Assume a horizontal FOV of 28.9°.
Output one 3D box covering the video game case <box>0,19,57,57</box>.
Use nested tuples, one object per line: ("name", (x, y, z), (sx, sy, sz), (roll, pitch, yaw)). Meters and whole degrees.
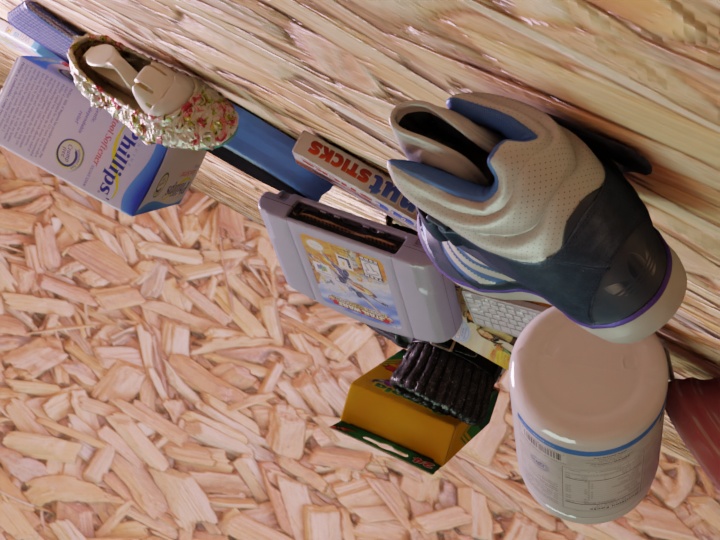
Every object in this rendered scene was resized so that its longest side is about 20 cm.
("video game case", (-0.460, -0.307, 1.825), (0.199, 0.018, 0.143), (28, 177, 20))

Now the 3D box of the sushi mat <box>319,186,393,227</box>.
("sushi mat", (-0.030, -0.044, 1.469), (0.012, 0.096, 0.200), (-12, -156, -34))

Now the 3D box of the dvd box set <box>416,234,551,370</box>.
("dvd box set", (0.135, 0.041, 1.317), (0.199, 0.029, 0.147), (29, 152, 9))

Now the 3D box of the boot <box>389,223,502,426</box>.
("boot", (0.063, 0.050, 1.438), (0.210, 0.159, 0.079), (28, 178, 20))

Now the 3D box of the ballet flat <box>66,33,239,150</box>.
("ballet flat", (-0.192, -0.158, 1.222), (0.199, 0.076, 0.064), (23, 159, 35))

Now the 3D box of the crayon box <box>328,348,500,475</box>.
("crayon box", (0.063, 0.150, 1.514), (0.126, 0.051, 0.200), (22, -163, 16))

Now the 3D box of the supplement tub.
("supplement tub", (0.195, 0.124, 1.195), (0.131, 0.132, 0.200), (28, 159, 22))

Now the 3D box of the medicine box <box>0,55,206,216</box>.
("medicine box", (-0.295, -0.157, 1.605), (0.199, 0.103, 0.182), (28, -169, 5))

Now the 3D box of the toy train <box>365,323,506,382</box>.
("toy train", (0.098, 0.051, 1.584), (0.199, 0.114, 0.085), (28, 178, 28))

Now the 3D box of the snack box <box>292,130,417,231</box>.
("snack box", (0.035, -0.056, 1.179), (0.199, 0.024, 0.072), (30, 176, 2))

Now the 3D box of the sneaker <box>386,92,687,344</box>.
("sneaker", (0.056, -0.046, 0.671), (0.146, 0.081, 0.200), (41, 175, -33))

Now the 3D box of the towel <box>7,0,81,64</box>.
("towel", (-0.300, -0.237, 1.464), (0.144, 0.024, 0.200), (33, 175, -20))

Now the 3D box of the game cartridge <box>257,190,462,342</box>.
("game cartridge", (0.000, 0.000, 1.326), (0.199, 0.042, 0.134), (20, 144, 29))

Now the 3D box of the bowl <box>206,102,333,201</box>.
("bowl", (-0.117, -0.125, 1.356), (0.200, 0.040, 0.201), (30, 177, 2))

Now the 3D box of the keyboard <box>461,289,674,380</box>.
("keyboard", (0.184, 0.056, 1.246), (0.199, 0.011, 0.056), (16, 146, 29))

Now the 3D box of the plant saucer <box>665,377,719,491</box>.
("plant saucer", (0.343, 0.167, 1.212), (0.200, 0.051, 0.201), (44, -165, -15))
